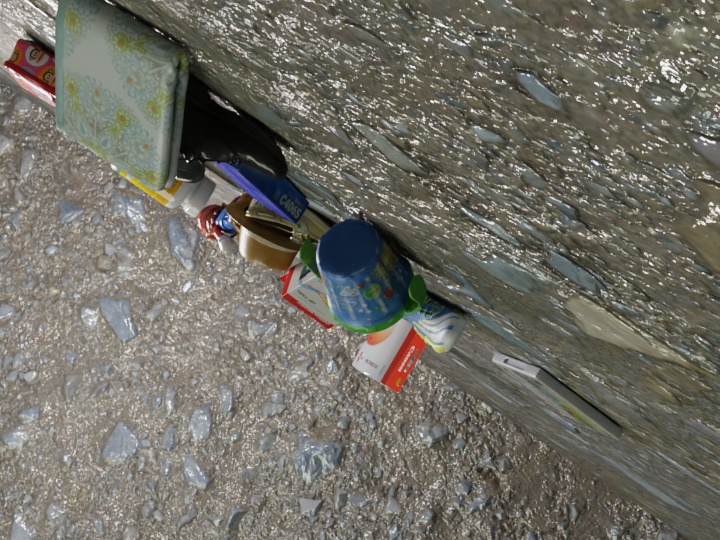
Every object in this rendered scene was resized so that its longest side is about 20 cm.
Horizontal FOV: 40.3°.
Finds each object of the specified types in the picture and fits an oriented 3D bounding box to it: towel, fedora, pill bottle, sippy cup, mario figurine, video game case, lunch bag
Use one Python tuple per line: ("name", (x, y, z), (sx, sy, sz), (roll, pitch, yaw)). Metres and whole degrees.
("towel", (-0.276, -0.205, 1.131), (0.170, 0.048, 0.202), (30, 134, 14))
("fedora", (-0.165, -0.054, 1.765), (0.198, 0.083, 0.201), (22, -165, -6))
("pill bottle", (-0.398, -0.200, 2.000), (0.199, 0.114, 0.113), (35, 174, -17))
("sippy cup", (0.000, 0.000, 1.387), (0.131, 0.175, 0.141), (60, -162, -55))
("mario figurine", (-0.248, -0.095, 1.973), (0.199, 0.122, 0.107), (-9, 102, 62))
("video game case", (0.345, 0.218, 1.731), (0.199, 0.023, 0.182), (37, 174, -16))
("lunch bag", (-0.583, -0.362, 1.909), (0.175, 0.083, 0.200), (30, 176, 2))

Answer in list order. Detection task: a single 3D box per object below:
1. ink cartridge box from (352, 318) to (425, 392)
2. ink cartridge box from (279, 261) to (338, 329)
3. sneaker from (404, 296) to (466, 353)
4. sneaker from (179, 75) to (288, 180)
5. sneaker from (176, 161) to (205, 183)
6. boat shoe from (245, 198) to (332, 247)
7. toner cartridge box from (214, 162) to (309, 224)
("ink cartridge box", (0.071, 0.188, 2.315), (0.050, 0.163, 0.200), (33, 175, -22))
("ink cartridge box", (-0.055, 0.030, 1.710), (0.116, 0.068, 0.199), (35, 140, -23))
("sneaker", (0.106, 0.077, 1.630), (0.104, 0.076, 0.200), (35, 175, -9))
("sneaker", (-0.181, -0.161, 1.203), (0.199, 0.091, 0.076), (33, 172, -3))
("sneaker", (-0.329, -0.214, 1.775), (0.200, 0.075, 0.084), (41, -174, 37))
("boat shoe", (-0.108, -0.075, 1.639), (0.199, 0.063, 0.073), (30, 174, 34))
("toner cartridge box", (-0.158, -0.143, 1.465), (0.094, 0.043, 0.200), (30, 173, 28))
